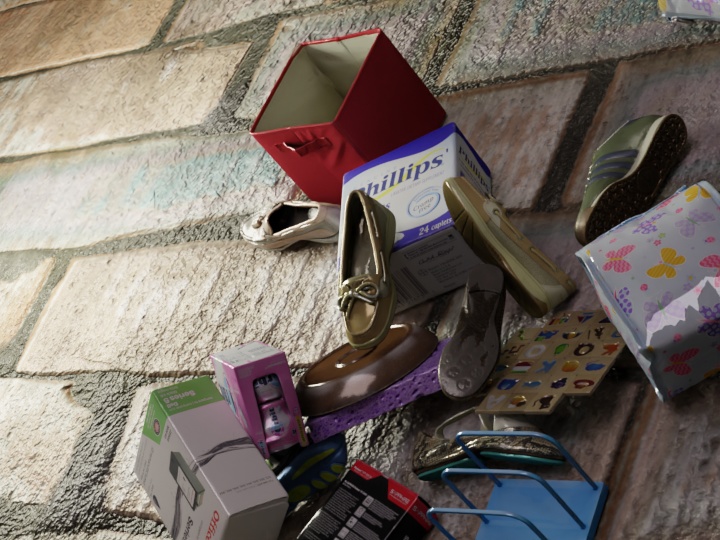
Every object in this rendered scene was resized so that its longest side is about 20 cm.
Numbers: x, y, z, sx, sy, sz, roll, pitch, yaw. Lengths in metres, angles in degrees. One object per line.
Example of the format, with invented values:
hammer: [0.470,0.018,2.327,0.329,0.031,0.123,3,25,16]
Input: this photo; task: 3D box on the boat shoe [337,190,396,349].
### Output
boat shoe: [0.002,-0.001,1.815,0.073,0.063,0.202,-13,55,32]

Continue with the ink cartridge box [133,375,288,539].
ink cartridge box: [-0.178,0.248,1.743,0.084,0.146,0.200,-12,48,-33]

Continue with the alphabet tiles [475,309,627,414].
alphabet tiles: [0.215,0.100,1.669,0.166,0.006,0.200,-5,29,41]

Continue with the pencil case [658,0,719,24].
pencil case: [0.467,-0.346,1.880,0.091,0.083,0.200,-50,36,-14]

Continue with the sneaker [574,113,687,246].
sneaker: [0.309,-0.109,1.811,0.201,0.067,0.090,-52,29,-13]

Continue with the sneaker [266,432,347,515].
sneaker: [-0.097,0.254,1.833,0.199,0.071,0.083,-33,18,16]

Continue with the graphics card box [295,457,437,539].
graphics card box: [-0.017,0.322,1.687,0.200,0.051,0.125,-51,36,-13]

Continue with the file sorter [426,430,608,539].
file sorter: [0.141,0.275,1.521,0.138,0.123,0.201,-5,50,40]

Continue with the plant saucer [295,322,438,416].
plant saucer: [0.000,0.114,1.824,0.199,0.032,0.200,-25,11,5]

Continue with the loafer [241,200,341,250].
loafer: [-0.104,-0.074,2.146,0.199,0.063,0.072,-4,69,41]

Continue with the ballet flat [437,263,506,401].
ballet flat: [0.132,0.077,1.719,0.067,0.047,0.201,6,47,10]

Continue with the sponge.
sponge: [0.035,0.138,1.788,0.199,0.030,0.112,-24,11,16]

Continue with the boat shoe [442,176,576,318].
boat shoe: [0.174,-0.038,1.784,0.063,0.073,0.201,-35,75,-14]

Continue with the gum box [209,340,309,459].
gum box: [-0.122,0.154,1.804,0.066,0.114,0.200,-17,5,-13]

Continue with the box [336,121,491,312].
box: [0.071,-0.064,1.953,0.183,0.105,0.201,-24,39,24]

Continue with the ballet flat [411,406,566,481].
ballet flat: [0.138,0.187,1.655,0.199,0.068,0.076,-13,69,38]

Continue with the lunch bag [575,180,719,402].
lunch bag: [0.341,0.011,1.586,0.169,0.127,0.200,-30,46,3]

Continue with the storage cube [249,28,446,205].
storage cube: [-0.016,-0.208,2.123,0.170,0.180,0.201,-3,52,42]
